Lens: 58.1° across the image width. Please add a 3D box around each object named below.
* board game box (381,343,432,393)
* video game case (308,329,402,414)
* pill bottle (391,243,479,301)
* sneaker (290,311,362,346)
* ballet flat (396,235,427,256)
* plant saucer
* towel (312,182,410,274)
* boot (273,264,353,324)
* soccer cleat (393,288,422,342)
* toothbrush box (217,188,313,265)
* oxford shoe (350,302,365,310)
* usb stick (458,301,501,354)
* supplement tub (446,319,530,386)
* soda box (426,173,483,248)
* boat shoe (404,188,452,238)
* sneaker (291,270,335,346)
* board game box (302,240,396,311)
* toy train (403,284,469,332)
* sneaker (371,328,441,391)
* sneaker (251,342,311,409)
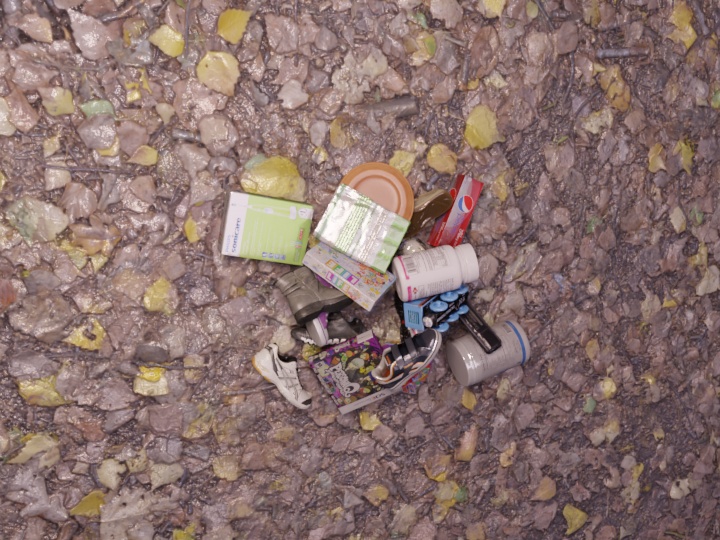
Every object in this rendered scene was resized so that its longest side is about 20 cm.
[{"bbox_3d":[0.102,0.271,1.714,0.198,0.039,0.159,9,121,-20],"label":"board game box"},{"bbox_3d":[-0.010,0.263,1.655,0.180,0.036,0.201,-24,121,8],"label":"video game case"},{"bbox_3d":[0.185,0.001,1.610,0.198,0.113,0.115,-13,105,-6],"label":"pill bottle"},{"bbox_3d":[-0.081,0.145,1.646,0.198,0.066,0.092,7,93,-22],"label":"sneaker"},{"bbox_3d":[0.161,-0.035,1.690,0.200,0.072,0.072,39,87,-22],"label":"ballet flat"},{"bbox_3d":[0.036,-0.169,1.598,0.198,0.037,0.203,0,87,-3],"label":"plant saucer"},{"bbox_3d":[0.003,-0.100,1.566,0.199,0.031,0.150,29,89,-4],"label":"towel"},{"bbox_3d":[-0.098,0.037,1.539,0.199,0.068,0.131,-18,68,-33],"label":"boot"},{"bbox_3d":[0.139,0.115,1.721,0.073,0.068,0.202,-18,107,-33],"label":"soccer cleat"},{"bbox_3d":[-0.225,-0.102,1.529,0.198,0.086,0.147,7,99,-21],"label":"toothbrush box"},{"bbox_3d":[0.000,0.000,1.641,0.074,0.070,0.202,7,97,-14],"label":"oxford shoe"},{"bbox_3d":[0.298,0.134,1.729,0.055,0.033,0.200,-34,69,-11],"label":"usb stick"},{"bbox_3d":[0.351,0.224,1.777,0.198,0.132,0.133,-19,107,-14],"label":"supplement tub"},{"bbox_3d":[0.247,-0.148,1.696,0.063,0.070,0.202,20,94,-23],"label":"soda box"},{"bbox_3d":[0.141,-0.147,1.664,0.199,0.065,0.072,-32,118,-2],"label":"boat shoe"},{"bbox_3d":[-0.089,0.079,1.593,0.113,0.073,0.202,-13,79,-23],"label":"sneaker"},{"bbox_3d":[-0.024,-0.001,1.554,0.199,0.134,0.034,36,126,8],"label":"board game box"},{"bbox_3d":[0.198,0.087,1.657,0.200,0.113,0.088,-33,126,-46],"label":"toy train"},{"bbox_3d":[0.109,0.212,1.578,0.079,0.079,0.200,30,110,-32],"label":"sneaker"},{"bbox_3d":[-0.179,0.265,1.626,0.088,0.076,0.200,-45,112,-6],"label":"sneaker"}]
